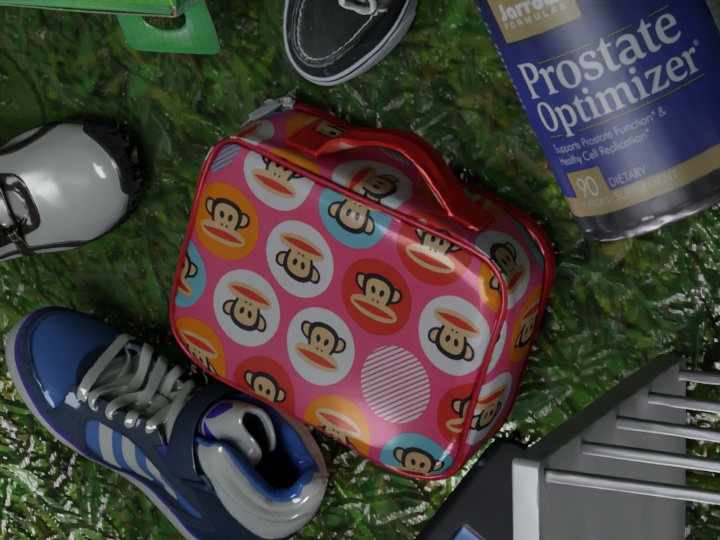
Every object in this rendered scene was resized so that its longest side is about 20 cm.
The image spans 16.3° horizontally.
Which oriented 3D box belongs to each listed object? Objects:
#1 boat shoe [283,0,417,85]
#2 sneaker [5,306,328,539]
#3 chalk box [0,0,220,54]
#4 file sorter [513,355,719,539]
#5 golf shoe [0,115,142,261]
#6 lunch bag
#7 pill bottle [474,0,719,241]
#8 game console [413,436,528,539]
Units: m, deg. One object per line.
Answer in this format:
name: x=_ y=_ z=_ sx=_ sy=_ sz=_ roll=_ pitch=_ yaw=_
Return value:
boat shoe: x=0.005 y=-0.167 z=1.271 sx=0.074 sy=0.068 sz=0.200 roll=44 pitch=128 yaw=7
sneaker: x=-0.103 y=0.076 z=1.430 sx=0.200 sy=0.081 sz=0.146 roll=44 pitch=149 yaw=-4
chalk box: x=-0.119 y=-0.203 z=1.296 sx=0.124 sy=0.124 sz=0.201 roll=5 pitch=115 yaw=31
file sorter: x=0.168 y=0.138 z=1.217 sx=0.124 sy=0.200 sz=0.140 roll=5 pitch=105 yaw=25
golf shoe: x=-0.217 y=-0.031 z=1.464 sx=0.199 sy=0.094 sz=0.078 roll=-15 pitch=103 yaw=35
lunch bag: x=0.000 y=0.000 z=1.349 sx=0.199 sy=0.082 sz=0.177 roll=28 pitch=124 yaw=19
pill bottle: x=0.116 y=-0.125 z=1.194 sx=0.112 sy=0.112 sz=0.201 roll=-19 pitch=102 yaw=37
game console: x=0.084 y=0.219 z=1.367 sx=0.177 sy=0.031 sz=0.200 roll=39 pitch=88 yaw=9
